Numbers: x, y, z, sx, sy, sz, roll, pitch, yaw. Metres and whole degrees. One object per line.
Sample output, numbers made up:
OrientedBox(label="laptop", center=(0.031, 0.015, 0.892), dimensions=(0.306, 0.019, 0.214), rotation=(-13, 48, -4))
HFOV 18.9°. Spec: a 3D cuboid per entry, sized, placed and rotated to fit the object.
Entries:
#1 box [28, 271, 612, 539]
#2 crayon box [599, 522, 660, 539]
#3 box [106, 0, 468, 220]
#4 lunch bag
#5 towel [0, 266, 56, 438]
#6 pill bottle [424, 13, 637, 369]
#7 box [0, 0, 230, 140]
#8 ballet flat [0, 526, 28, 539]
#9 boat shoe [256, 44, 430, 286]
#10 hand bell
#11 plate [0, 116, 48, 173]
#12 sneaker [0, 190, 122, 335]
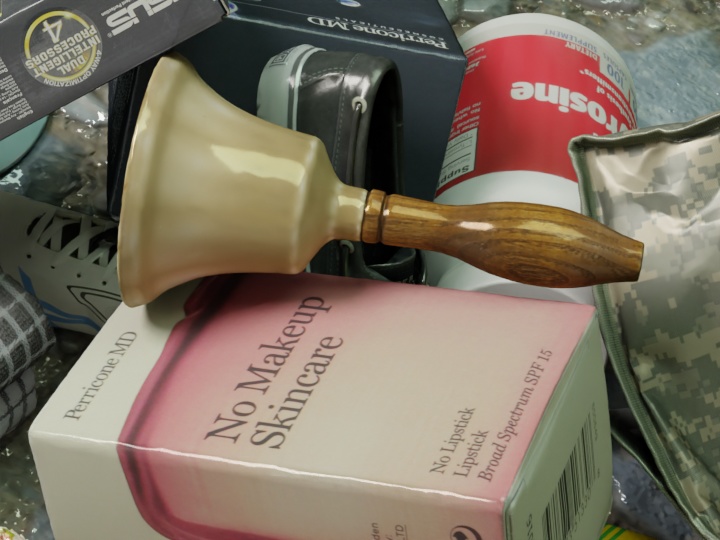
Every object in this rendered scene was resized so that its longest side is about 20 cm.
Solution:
OrientedBox(label="box", center=(-0.011, 0.080, 0.870), dimensions=(0.199, 0.109, 0.128), rotation=(6, 37, 21))
OrientedBox(label="crayon box", center=(0.131, 0.195, 0.882), dimensions=(0.199, 0.058, 0.173), rotation=(17, 41, 0))
OrientedBox(label="box", center=(-0.043, -0.096, 1.058), dimensions=(0.148, 0.107, 0.200), rotation=(9, 21, -11))
OrientedBox(label="lunch bag", center=(0.173, 0.035, 0.963), dimensions=(0.117, 0.201, 0.164), rotation=(-12, -6, 22))
OrientedBox(label="towel", center=(-0.253, 0.029, 0.906), dimensions=(0.200, 0.086, 0.166), rotation=(29, 41, 12))
OrientedBox(label="pill bottle", center=(0.081, -0.028, 1.070), dimensions=(0.112, 0.112, 0.200), rotation=(14, 41, -5))
OrientedBox(label="box", center=(-0.155, -0.099, 0.915), dimensions=(0.200, 0.049, 0.161), rotation=(-28, 20, 3))
OrientedBox(label="ballet flat", center=(-0.122, 0.176, 0.804), dimensions=(0.075, 0.064, 0.200), rotation=(-24, 53, -10))
OrientedBox(label="boat shoe", center=(0.000, 0.000, 0.947), dimensions=(0.056, 0.201, 0.069), rotation=(1, 23, 29))
OrientedBox(label="hand bell", center=(0.013, -0.018, 0.860), dimensions=(0.199, 0.104, 0.104), rotation=(11, 41, 5))
OrientedBox(label="plate", center=(-0.255, -0.109, 1.103), dimensions=(0.199, 0.026, 0.201), rotation=(11, 41, -10))
OrientedBox(label="sneaker", center=(-0.109, 0.000, 1.001), dimensions=(0.199, 0.073, 0.072), rotation=(21, 42, 5))
